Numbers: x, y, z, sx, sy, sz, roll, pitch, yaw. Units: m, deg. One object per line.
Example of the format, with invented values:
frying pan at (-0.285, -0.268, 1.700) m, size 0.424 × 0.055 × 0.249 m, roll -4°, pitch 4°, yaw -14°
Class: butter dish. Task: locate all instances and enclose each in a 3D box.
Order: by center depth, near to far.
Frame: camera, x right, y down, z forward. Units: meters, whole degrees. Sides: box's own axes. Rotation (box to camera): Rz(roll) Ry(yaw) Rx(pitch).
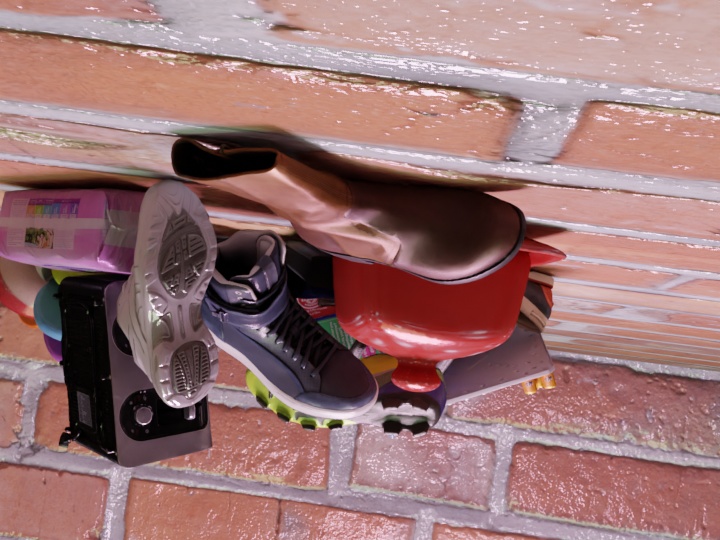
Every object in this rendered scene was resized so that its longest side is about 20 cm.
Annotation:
butter dish at (0.056, 0.032, 1.136) m, size 0.197 × 0.150 × 0.200 m, roll 9°, pitch 175°, yaw -14°

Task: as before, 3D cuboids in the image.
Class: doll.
doll at (-0.093, 0.002, 1.444) m, size 0.198 × 0.049 × 0.137 m, roll 7°, pitch -152°, yaw -38°

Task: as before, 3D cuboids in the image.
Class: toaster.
toaster at (-0.234, 0.095, 1.306) m, size 0.117 × 0.184 × 0.199 m, roll -5°, pitch -176°, yaw -29°

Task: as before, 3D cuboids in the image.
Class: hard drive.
hard drive at (0.000, 0.000, 1.328) m, size 0.137 × 0.033 × 0.200 m, roll 9°, pitch -176°, yaw -11°

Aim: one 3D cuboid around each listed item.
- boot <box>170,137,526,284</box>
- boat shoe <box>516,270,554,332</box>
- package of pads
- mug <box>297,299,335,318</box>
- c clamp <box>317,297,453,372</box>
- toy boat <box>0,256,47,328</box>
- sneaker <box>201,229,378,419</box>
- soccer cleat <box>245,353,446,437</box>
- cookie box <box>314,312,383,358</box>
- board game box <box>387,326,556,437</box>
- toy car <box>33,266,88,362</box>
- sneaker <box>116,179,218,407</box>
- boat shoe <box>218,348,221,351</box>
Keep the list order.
boot at (-0.003, -0.054, 0.888) m, size 0.186 × 0.069 × 0.199 m, roll 13°, pitch 172°, yaw 36°
boat shoe at (0.142, 0.024, 1.402) m, size 0.071 × 0.064 × 0.199 m, roll 5°, pitch 173°, yaw 45°
package of pads at (-0.247, -0.036, 1.221) m, size 0.120 × 0.077 × 0.198 m, roll 12°, pitch 174°, yaw -43°
mug at (-0.024, 0.045, 1.722) m, size 0.134 × 0.177 × 0.200 m, roll 48°, pitch -175°, yaw 20°
c clamp at (0.016, 0.084, 1.304) m, size 0.168 × 0.027 × 0.201 m, roll 2°, pitch 143°, yaw -16°
toy boat at (-0.395, 0.027, 1.654) m, size 0.130 × 0.132 × 0.199 m, roll -39°, pitch 150°, yaw 25°
sneaker at (-0.065, 0.048, 1.162) m, size 0.201 × 0.077 × 0.147 m, roll 31°, pitch 148°, yaw 8°
soccer cleat at (-0.013, 0.113, 1.257) m, size 0.197 × 0.065 × 0.084 m, roll 8°, pitch -144°, yaw 9°
cookie box at (0.005, 0.079, 1.440) m, size 0.197 × 0.076 × 0.171 m, roll -15°, pitch 177°, yaw 13°
board game box at (0.116, 0.116, 1.462) m, size 0.197 × 0.026 × 0.200 m, roll -18°, pitch -165°, yaw 5°
toy car at (-0.309, 0.045, 1.516) m, size 0.175 × 0.151 × 0.200 m, roll 39°, pitch -176°, yaw 21°
sneaker at (-0.179, 0.015, 1.113) m, size 0.077 × 0.203 × 0.099 m, roll -15°, pitch -153°, yaw -41°
boat shoe at (-0.206, 0.078, 1.440) m, size 0.072 × 0.200 × 0.065 m, roll 12°, pitch -142°, yaw -47°
